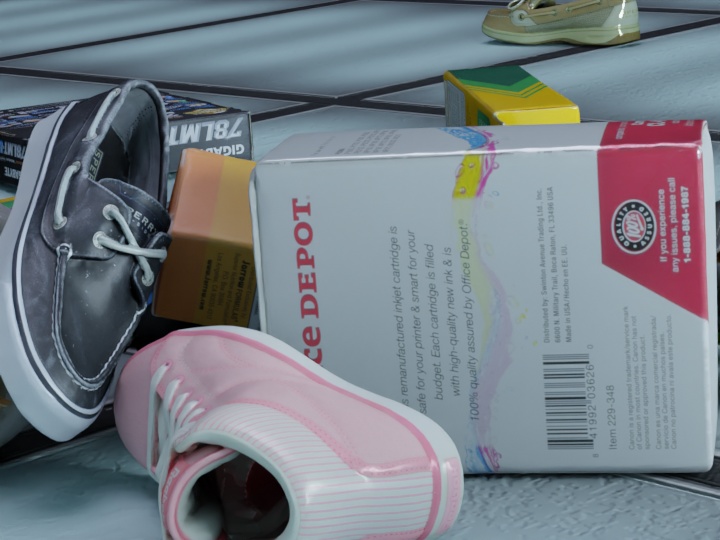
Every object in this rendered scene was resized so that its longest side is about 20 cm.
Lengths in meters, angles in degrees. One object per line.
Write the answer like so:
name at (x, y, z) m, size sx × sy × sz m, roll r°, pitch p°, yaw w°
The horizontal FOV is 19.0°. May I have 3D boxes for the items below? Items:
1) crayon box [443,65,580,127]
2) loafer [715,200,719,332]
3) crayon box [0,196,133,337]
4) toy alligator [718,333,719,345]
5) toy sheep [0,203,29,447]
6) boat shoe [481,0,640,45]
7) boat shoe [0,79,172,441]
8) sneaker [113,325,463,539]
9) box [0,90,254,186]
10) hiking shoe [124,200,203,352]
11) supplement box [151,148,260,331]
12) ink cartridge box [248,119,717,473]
crayon box at (0.089, -0.040, 1.223) m, size 0.051 × 0.127 × 0.200 m, roll -5°, pitch 14°, yaw -5°
loafer at (0.173, -0.007, 1.024) m, size 0.199 × 0.073 × 0.073 m, roll 28°, pitch 36°, yaw 25°
crayon box at (-0.180, -0.003, 1.294) m, size 0.118 × 0.059 × 0.199 m, roll -14°, pitch 16°, yaw -38°
toy alligator at (0.197, 0.019, 1.107) m, size 0.198 × 0.060 × 0.054 m, roll -7°, pitch -27°, yaw -13°
toy sheep at (-0.202, 0.020, 1.038) m, size 0.137 × 0.139 × 0.200 m, roll -4°, pitch 22°, yaw -1°
boat shoe at (0.219, -0.283, 2.364) m, size 0.200 × 0.064 × 0.073 m, roll 9°, pitch 18°, yaw 43°
boat shoe at (-0.120, -0.012, 0.992) m, size 0.067 × 0.072 × 0.201 m, roll -27°, pitch 36°, yaw 26°
sneaker at (-0.062, 0.073, 0.890) m, size 0.104 × 0.076 × 0.199 m, roll -9°, pitch 17°, yaw -43°
box at (-0.219, -0.110, 1.790) m, size 0.199 × 0.050 × 0.198 m, roll -11°, pitch 15°, yaw -28°
hiking shoe at (-0.030, 0.025, 1.136) m, size 0.198 × 0.075 × 0.087 m, roll 6°, pitch 56°, yaw -7°
supplement box at (0.000, 0.000, 1.068) m, size 0.198 × 0.069 × 0.067 m, roll 10°, pitch 44°, yaw -2°
ink cartridge box at (0.059, 0.011, 0.966) m, size 0.198 × 0.149 × 0.086 m, roll 0°, pitch 13°, yaw 13°
